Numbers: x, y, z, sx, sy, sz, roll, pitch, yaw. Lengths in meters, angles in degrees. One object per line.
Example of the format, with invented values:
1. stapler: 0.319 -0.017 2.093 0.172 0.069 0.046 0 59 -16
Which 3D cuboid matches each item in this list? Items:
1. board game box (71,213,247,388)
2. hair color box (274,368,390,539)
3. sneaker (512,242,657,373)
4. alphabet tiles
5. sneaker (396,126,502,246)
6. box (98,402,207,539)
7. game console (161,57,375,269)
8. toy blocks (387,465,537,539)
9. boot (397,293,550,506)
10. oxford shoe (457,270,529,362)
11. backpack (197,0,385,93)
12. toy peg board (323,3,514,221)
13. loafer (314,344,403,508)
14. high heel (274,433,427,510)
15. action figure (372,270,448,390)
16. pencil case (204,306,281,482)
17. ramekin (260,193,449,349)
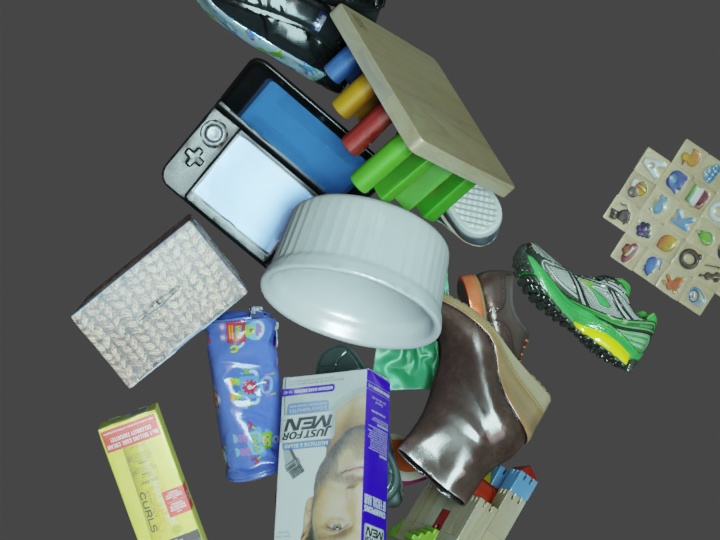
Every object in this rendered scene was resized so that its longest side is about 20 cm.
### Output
1. board game box: -0.216 0.028 1.663 0.159 0.200 0.097 -39 97 -3
2. hair color box: -0.030 0.214 1.669 0.109 0.065 0.201 -8 69 26
3. sneaker: 0.259 0.030 1.786 0.200 0.078 0.085 38 83 -16
4. alphabet tiles: 0.395 -0.051 1.821 0.200 0.006 0.167 33 91 -8
5. sneaker: 0.098 -0.114 1.755 0.078 0.079 0.201 -22 71 -5
6. box: -0.232 0.259 1.754 0.075 0.050 0.201 -18 96 -4
7. game console: -0.098 -0.107 1.708 0.200 0.116 0.176 40 89 -7
8. toy blocks: 0.121 0.267 1.734 0.100 0.200 0.137 36 77 -17
9. boot: 0.096 0.136 1.683 0.200 0.072 0.166 45 70 4
10. oxford shoe: 0.167 0.098 1.777 0.072 0.071 0.201 -12 95 -10
11. backpack: -0.091 -0.310 1.692 0.199 0.154 0.164 19 94 -29
12. toy peg board: 0.039 -0.156 1.644 0.098 0.200 0.200 -40 60 19
13. loafer: 0.000 0.181 1.743 0.072 0.063 0.201 -24 60 9
14. high heel: -0.002 0.243 1.790 0.199 0.096 0.068 -1 53 -19
15. action figure: 0.063 0.037 1.761 0.118 0.055 0.201 1 83 -20
16. pencil case: -0.125 0.139 1.743 0.086 0.078 0.201 -8 95 -13
17. ramekin: 0.000 0.000 1.646 0.200 0.201 0.098 19 67 -7
